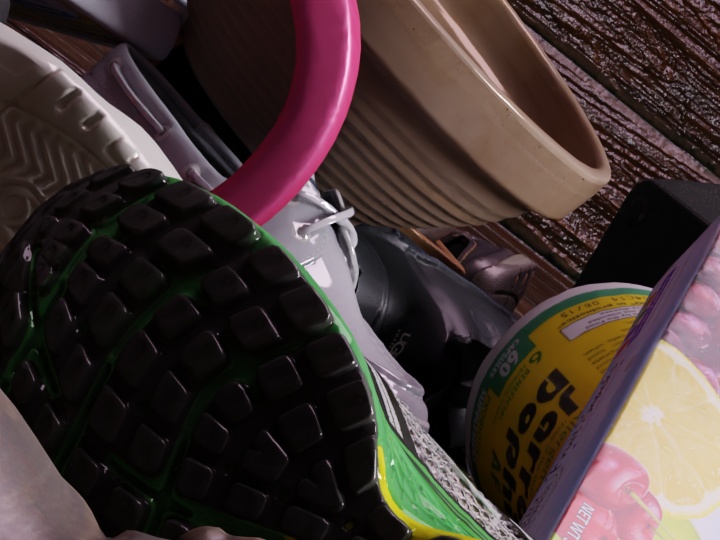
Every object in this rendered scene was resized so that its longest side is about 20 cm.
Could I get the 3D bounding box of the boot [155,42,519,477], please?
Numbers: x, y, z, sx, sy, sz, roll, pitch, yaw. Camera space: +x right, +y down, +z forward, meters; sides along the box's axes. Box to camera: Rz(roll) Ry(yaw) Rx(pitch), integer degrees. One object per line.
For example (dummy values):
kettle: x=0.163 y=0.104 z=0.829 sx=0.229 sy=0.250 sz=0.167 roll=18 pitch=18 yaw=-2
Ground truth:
boot: x=0.000 y=-0.001 z=1.138 sx=0.162 sy=0.073 sz=0.198 roll=30 pitch=17 yaw=-46

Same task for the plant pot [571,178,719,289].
plant pot: x=0.178 y=0.072 z=1.170 sx=0.177 sy=0.201 sz=0.200 roll=24 pitch=11 yaw=-28

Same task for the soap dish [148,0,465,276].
soap dish: x=-0.042 y=-0.056 z=1.278 sx=0.157 sy=0.081 sz=0.200 roll=37 pitch=5 yaw=-19

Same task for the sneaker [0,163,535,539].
sneaker: x=-0.009 y=0.061 z=0.591 sx=0.200 sy=0.078 sz=0.085 roll=49 pitch=0 yaw=13

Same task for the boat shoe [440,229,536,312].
boat shoe: x=0.039 y=0.014 z=1.360 sx=0.073 sy=0.075 sz=0.200 roll=29 pitch=-4 yaw=3

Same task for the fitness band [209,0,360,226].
fitness band: x=-0.094 y=-0.091 z=0.851 sx=0.200 sy=0.144 sz=0.037 roll=38 pitch=6 yaw=1

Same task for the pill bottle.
pill bottle: x=0.114 y=0.084 z=0.957 sx=0.113 sy=0.113 sz=0.200 roll=36 pitch=6 yaw=-21

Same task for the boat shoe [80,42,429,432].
boat shoe: x=-0.038 y=-0.010 z=0.955 sx=0.200 sy=0.069 sz=0.072 roll=42 pitch=6 yaw=35

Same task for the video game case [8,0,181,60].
video game case: x=-0.189 y=-0.142 z=1.006 sx=0.199 sy=0.024 sz=0.182 roll=19 pitch=-9 yaw=40

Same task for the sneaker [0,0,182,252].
sneaker: x=-0.105 y=-0.042 z=0.716 sx=0.199 sy=0.077 sz=0.111 roll=33 pitch=14 yaw=9

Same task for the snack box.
snack box: x=0.123 y=0.086 z=0.785 sx=0.142 sy=0.053 sz=0.200 roll=39 pitch=40 yaw=-2

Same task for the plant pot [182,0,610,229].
plant pot: x=-0.002 y=-0.084 z=1.027 sx=0.201 sy=0.093 sz=0.201 roll=48 pitch=14 yaw=-15

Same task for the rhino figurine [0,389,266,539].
rhino figurine: x=-0.095 y=0.018 z=0.367 sx=0.200 sy=0.060 sz=0.087 roll=35 pitch=7 yaw=-10

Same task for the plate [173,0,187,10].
plate: x=-0.070 y=-0.135 z=1.200 sx=0.200 sy=0.026 sz=0.200 roll=35 pitch=8 yaw=-6
